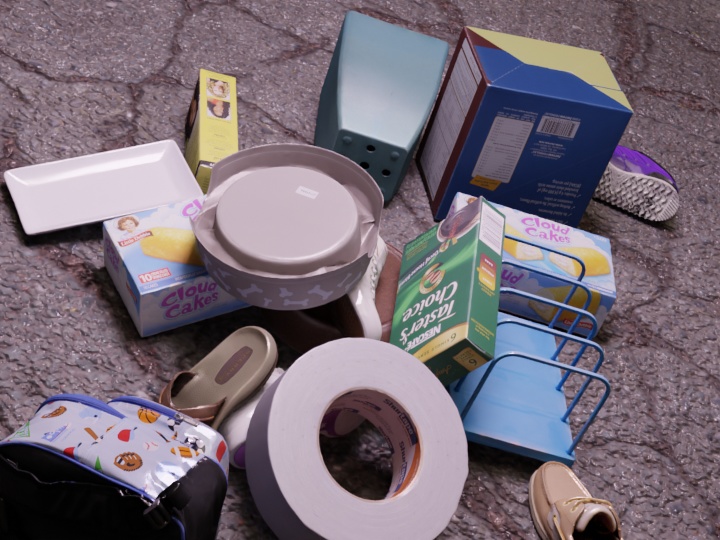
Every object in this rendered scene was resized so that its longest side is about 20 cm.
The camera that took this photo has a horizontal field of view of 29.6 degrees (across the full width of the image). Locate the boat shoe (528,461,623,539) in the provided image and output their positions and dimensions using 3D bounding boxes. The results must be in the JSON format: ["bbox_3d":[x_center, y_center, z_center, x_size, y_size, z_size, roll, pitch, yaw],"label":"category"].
[{"bbox_3d":[0.220,0.252,1.303,0.073,0.070,0.201,2,39,-22],"label":"boat shoe"}]

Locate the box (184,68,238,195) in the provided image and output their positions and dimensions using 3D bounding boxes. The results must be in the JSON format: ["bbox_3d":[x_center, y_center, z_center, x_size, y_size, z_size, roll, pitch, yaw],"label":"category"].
[{"bbox_3d":[-0.176,-0.149,1.601,0.049,0.076,0.201,11,37,-16],"label":"box"}]

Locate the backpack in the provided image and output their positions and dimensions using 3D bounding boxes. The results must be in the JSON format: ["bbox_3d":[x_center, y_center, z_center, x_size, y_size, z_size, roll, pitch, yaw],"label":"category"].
[{"bbox_3d":[-0.203,0.188,1.089,0.188,0.202,0.154,20,31,10],"label":"backpack"}]

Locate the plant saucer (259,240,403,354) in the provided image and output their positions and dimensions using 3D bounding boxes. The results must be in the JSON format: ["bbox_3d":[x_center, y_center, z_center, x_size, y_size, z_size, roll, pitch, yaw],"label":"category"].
[{"bbox_3d":[-0.013,0.020,1.479,0.197,0.035,0.202,5,42,-4],"label":"plant saucer"}]

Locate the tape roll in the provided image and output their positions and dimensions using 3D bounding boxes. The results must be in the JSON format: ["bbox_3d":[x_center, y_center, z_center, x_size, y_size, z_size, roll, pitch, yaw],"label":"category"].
[{"bbox_3d":[-0.003,0.166,1.238,0.197,0.066,0.203,10,64,-20],"label":"tape roll"}]

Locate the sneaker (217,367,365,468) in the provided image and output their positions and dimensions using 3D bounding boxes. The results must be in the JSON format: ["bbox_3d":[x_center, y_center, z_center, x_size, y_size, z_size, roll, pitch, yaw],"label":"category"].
[{"bbox_3d":[-0.061,0.119,1.324,0.198,0.075,0.100,-14,50,-38],"label":"sneaker"}]

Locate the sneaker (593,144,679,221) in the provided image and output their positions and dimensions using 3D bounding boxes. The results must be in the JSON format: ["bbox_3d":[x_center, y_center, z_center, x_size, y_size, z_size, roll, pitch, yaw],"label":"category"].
[{"bbox_3d":[0.344,-0.140,1.858,0.198,0.070,0.100,30,31,4],"label":"sneaker"}]

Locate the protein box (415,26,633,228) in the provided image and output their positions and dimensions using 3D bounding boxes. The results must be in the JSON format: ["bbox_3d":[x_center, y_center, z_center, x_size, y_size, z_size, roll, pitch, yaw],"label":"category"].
[{"bbox_3d":[0.199,-0.168,1.701,0.195,0.202,0.136,7,39,-18],"label":"protein box"}]

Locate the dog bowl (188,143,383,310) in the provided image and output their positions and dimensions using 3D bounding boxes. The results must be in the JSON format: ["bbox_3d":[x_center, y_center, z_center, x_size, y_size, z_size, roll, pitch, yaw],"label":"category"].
[{"bbox_3d":[-0.073,-0.042,1.362,0.197,0.059,0.202,3,44,-3],"label":"dog bowl"}]

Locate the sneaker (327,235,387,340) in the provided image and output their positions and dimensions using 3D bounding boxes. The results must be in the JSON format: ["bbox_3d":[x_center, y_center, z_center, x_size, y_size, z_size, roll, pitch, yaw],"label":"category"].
[{"bbox_3d":[0.000,0.000,1.422,0.083,0.074,0.201,-9,44,-16],"label":"sneaker"}]

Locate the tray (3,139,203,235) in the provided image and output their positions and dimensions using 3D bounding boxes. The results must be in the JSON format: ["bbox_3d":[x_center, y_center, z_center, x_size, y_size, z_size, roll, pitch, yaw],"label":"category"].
[{"bbox_3d":[-0.280,-0.087,1.489,0.197,0.022,0.108,-13,49,-22],"label":"tray"}]

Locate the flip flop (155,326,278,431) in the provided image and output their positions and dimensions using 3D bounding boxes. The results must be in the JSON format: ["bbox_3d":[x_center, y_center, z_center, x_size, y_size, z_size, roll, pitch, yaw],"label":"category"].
[{"bbox_3d":[-0.152,0.122,1.242,0.081,0.058,0.200,31,67,29],"label":"flip flop"}]

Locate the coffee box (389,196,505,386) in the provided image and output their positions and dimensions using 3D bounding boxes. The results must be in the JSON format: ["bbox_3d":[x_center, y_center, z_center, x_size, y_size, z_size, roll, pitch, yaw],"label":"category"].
[{"bbox_3d":[0.087,0.029,1.383,0.044,0.122,0.202,37,42,-26],"label":"coffee box"}]

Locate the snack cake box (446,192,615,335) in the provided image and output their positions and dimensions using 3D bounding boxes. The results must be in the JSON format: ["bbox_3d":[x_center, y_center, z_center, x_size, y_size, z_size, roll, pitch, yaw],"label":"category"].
[{"bbox_3d":[0.194,-0.008,1.601,0.197,0.068,0.116,16,38,-8],"label":"snack cake box"}]

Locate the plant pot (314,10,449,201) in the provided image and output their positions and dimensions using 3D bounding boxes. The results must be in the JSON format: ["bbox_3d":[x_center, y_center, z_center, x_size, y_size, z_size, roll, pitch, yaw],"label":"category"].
[{"bbox_3d":[0.017,-0.192,1.703,0.139,0.142,0.202,17,44,-5],"label":"plant pot"}]

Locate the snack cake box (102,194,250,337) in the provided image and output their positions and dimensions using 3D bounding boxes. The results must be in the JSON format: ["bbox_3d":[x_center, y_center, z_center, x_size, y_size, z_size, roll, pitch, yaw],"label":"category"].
[{"bbox_3d":[-0.157,-0.017,1.419,0.198,0.068,0.116,-17,51,-23],"label":"snack cake box"}]

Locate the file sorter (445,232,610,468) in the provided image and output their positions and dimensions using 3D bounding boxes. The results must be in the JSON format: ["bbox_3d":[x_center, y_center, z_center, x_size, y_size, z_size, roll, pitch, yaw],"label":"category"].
[{"bbox_3d":[0.171,0.075,1.413,0.137,0.124,0.201,17,37,-14],"label":"file sorter"}]
